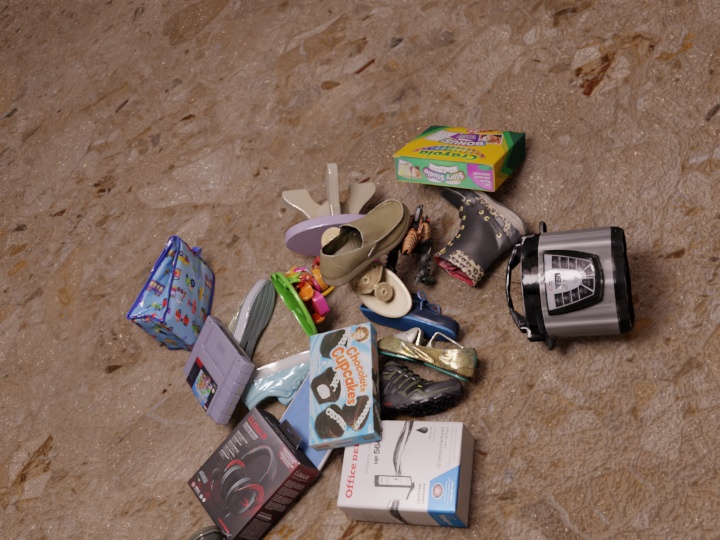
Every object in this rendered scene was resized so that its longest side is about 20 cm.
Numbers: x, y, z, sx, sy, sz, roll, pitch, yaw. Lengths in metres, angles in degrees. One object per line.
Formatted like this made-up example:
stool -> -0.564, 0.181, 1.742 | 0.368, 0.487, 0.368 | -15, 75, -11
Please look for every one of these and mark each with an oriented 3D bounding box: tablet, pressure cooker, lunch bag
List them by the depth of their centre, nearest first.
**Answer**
pressure cooker -> 0.333, 0.025, 1.326 | 0.198, 0.180, 0.177 | -5, 36, 21
tablet -> -0.067, 0.241, 1.430 | 0.130, 0.014, 0.201 | 38, 100, 38
lunch bag -> -0.352, 0.040, 1.626 | 0.093, 0.151, 0.202 | 4, 63, 25

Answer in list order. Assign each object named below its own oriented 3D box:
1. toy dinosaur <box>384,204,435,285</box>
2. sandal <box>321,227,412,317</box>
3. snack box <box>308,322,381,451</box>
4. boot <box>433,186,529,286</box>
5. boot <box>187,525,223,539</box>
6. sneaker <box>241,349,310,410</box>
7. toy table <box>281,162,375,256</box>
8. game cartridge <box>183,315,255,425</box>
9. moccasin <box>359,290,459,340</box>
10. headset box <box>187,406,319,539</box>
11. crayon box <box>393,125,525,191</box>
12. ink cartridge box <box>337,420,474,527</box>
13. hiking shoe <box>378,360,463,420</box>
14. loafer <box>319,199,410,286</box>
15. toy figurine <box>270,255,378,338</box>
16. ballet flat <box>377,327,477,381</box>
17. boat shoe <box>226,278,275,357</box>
toy dinosaur -> 0.088, -0.051, 1.481 | 0.101, 0.199, 0.137 | 17, 104, 27
sandal -> -0.004, 0.004, 1.425 | 0.212, 0.069, 0.078 | 46, 105, 20
snack box -> -0.027, 0.192, 1.368 | 0.115, 0.037, 0.202 | -14, 54, 18
boot -> 0.189, -0.071, 1.504 | 0.199, 0.073, 0.151 | 37, 77, 28
boot -> -0.214, 0.528, 1.288 | 0.072, 0.183, 0.200 | -11, 40, -27
sneaker -> -0.125, 0.199, 1.497 | 0.198, 0.074, 0.083 | -21, 84, 6
toy table -> -0.050, -0.107, 1.577 | 0.198, 0.184, 0.118 | 0, 63, -19
game cartridge -> -0.268, 0.182, 1.520 | 0.130, 0.038, 0.200 | -60, 36, 6
moccasin -> 0.089, 0.067, 1.463 | 0.198, 0.081, 0.069 | 16, 65, 29
headset box -> -0.177, 0.345, 1.406 | 0.200, 0.075, 0.149 | -48, 54, 1
crayon box -> 0.188, -0.215, 1.544 | 0.198, 0.059, 0.172 | 10, 31, 28
ink cartridge box -> 0.073, 0.323, 1.316 | 0.198, 0.084, 0.147 | -4, 59, 22
hiking shoe -> 0.076, 0.194, 1.396 | 0.198, 0.076, 0.102 | -13, 61, 17
loafer -> 0.008, -0.056, 1.383 | 0.076, 0.068, 0.200 | 29, 64, 35
toy figurine -> -0.054, 0.016, 1.549 | 0.183, 0.151, 0.200 | -31, 28, -13
ballet flat -> 0.111, 0.134, 1.406 | 0.198, 0.071, 0.071 | 14, 68, 32
boat shoe -> -0.228, 0.105, 1.585 | 0.062, 0.072, 0.202 | 9, 66, 33
